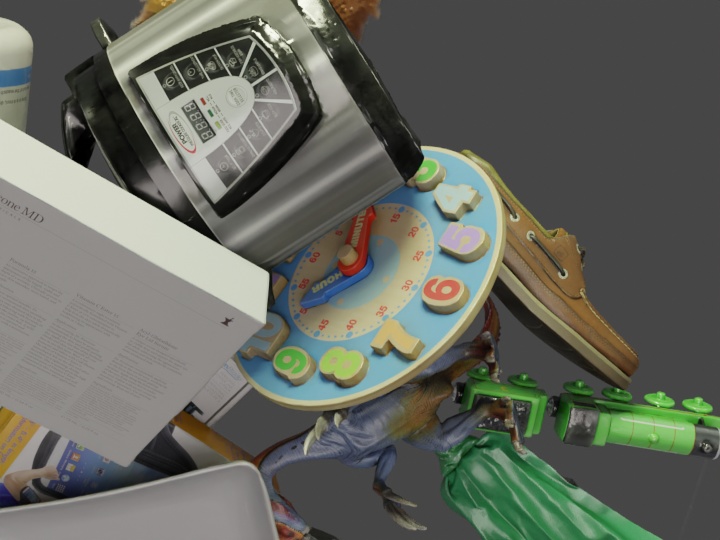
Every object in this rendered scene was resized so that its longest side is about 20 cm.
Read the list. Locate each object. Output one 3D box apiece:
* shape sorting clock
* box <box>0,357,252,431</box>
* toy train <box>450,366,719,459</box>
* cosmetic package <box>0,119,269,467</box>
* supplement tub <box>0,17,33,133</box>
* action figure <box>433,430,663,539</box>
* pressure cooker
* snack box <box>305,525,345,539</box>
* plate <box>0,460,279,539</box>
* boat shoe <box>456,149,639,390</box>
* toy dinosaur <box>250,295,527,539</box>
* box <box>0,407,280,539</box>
[{"bbox_3d":[0.000,0.000,1.039,0.200,0.200,0.039,-39,127,5],"label":"shape sorting clock"},{"bbox_3d":[-0.175,0.093,1.109,0.200,0.060,0.117,-45,104,7],"label":"box"},{"bbox_3d":[0.162,0.103,1.149,0.199,0.056,0.042,9,103,-8],"label":"toy train"},{"bbox_3d":[-0.176,0.015,0.945,0.200,0.052,0.151,31,126,-23],"label":"cosmetic package"},{"bbox_3d":[-0.276,-0.060,1.024,0.132,0.132,0.201,6,103,-7],"label":"supplement tub"},{"bbox_3d":[0.124,0.177,1.165,0.200,0.055,0.118,42,98,-7],"label":"action figure"},{"bbox_3d":[-0.081,-0.082,1.016,0.200,0.176,0.179,-32,129,4],"label":"pressure cooker"},{"bbox_3d":[-0.051,0.240,1.172,0.200,0.037,0.116,24,101,-11],"label":"snack box"},{"bbox_3d":[-0.139,0.214,1.059,0.199,0.032,0.200,-11,116,5],"label":"plate"},{"bbox_3d":[0.124,0.000,1.110,0.200,0.072,0.068,41,81,-17],"label":"boat shoe"},{"bbox_3d":[0.013,0.110,1.078,0.181,0.200,0.105,-16,104,10],"label":"toy dinosaur"},{"bbox_3d":[-0.148,0.144,1.074,0.200,0.041,0.119,35,99,-16],"label":"box"}]
